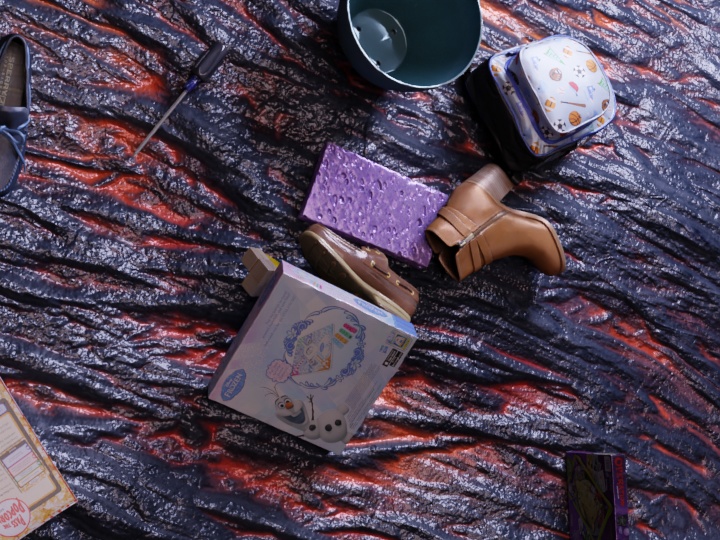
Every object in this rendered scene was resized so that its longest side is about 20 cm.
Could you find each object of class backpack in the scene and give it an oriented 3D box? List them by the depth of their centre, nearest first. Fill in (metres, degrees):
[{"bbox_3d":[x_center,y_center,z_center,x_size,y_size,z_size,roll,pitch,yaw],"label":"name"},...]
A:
[{"bbox_3d":[0.272,-0.253,1.688,0.190,0.154,0.201,-24,91,-34],"label":"backpack"}]

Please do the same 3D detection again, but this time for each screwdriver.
[{"bbox_3d":[-0.240,-0.224,1.521,0.029,0.028,0.200,34,70,16],"label":"screwdriver"}]

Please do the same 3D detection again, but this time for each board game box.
[{"bbox_3d":[-0.449,0.229,1.365,0.151,0.046,0.201,-32,97,-24],"label":"board game box"},{"bbox_3d":[-0.063,0.115,1.495,0.198,0.043,0.201,26,109,-20],"label":"board game box"},{"bbox_3d":[0.337,0.359,1.655,0.032,0.120,0.201,1,84,-27],"label":"board game box"}]

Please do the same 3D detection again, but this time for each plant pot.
[{"bbox_3d":[0.048,-0.331,1.599,0.199,0.135,0.201,3,82,-24],"label":"plant pot"}]

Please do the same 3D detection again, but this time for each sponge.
[{"bbox_3d":[0.020,-0.088,1.617,0.199,0.030,0.112,22,76,-20],"label":"sponge"}]

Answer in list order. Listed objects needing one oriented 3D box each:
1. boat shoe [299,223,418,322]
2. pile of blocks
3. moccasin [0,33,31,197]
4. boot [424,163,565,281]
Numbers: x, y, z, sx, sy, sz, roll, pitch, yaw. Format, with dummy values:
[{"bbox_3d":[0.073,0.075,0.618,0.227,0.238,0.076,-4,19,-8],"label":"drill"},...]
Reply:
[{"bbox_3d":[0.001,0.000,1.579,0.200,0.072,0.068,42,65,-20],"label":"boat shoe"},{"bbox_3d":[-0.079,0.044,1.550,0.200,0.082,0.062,35,110,-8],"label":"pile of blocks"},{"bbox_3d":[-0.438,-0.191,1.406,0.080,0.068,0.201,3,83,-23],"label":"moccasin"},{"bbox_3d":[0.191,-0.035,1.648,0.155,0.077,0.200,-45,108,-27],"label":"boot"}]
